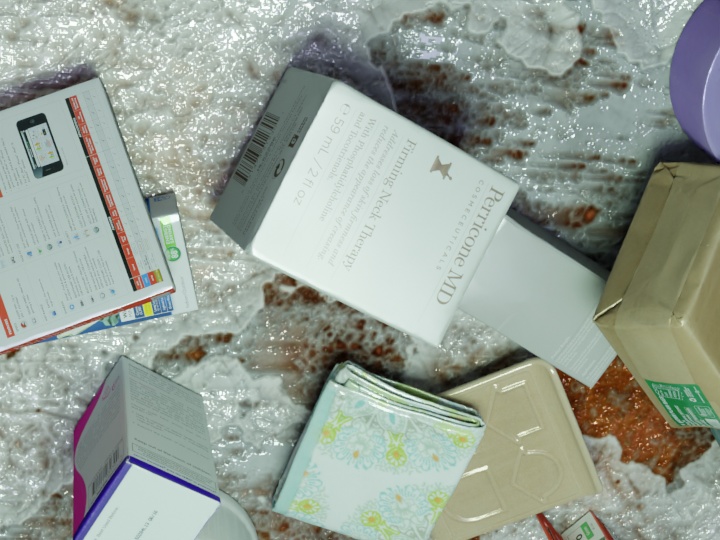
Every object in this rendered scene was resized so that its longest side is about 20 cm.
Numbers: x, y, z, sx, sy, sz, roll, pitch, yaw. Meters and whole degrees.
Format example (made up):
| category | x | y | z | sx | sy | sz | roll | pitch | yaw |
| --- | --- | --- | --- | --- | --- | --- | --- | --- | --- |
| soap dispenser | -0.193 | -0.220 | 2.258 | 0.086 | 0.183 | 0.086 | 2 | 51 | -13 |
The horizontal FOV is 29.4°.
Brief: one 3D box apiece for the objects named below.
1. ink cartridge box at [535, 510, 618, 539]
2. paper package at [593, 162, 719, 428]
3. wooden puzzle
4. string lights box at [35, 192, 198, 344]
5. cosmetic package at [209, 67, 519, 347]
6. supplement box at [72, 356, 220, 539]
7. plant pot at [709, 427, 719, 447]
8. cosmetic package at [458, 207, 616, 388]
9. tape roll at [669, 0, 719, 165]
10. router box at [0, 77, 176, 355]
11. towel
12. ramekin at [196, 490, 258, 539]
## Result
| category | x | y | z | sx | sy | sz | roll | pitch | yaw |
| --- | --- | --- | --- | --- | --- | --- | --- | --- | --- |
| ink cartridge box | 0.273 | 0.328 | 1.516 | 0.050 | 0.109 | 0.200 | -39 | 115 | 8 |
| paper package | 0.334 | 0.031 | 1.327 | 0.200 | 0.103 | 0.191 | 48 | 59 | -38 |
| wooden puzzle | 0.136 | 0.189 | 1.455 | 0.199 | 0.046 | 0.186 | -19 | 117 | 12 |
| string lights box | -0.260 | 0.002 | 1.286 | 0.198 | 0.059 | 0.104 | -12 | 115 | -6 |
| cosmetic package | -0.001 | -0.061 | 1.238 | 0.199 | 0.166 | 0.168 | 26 | 92 | -21 |
| supplement box | -0.208 | 0.184 | 1.302 | 0.103 | 0.200 | 0.102 | 29 | 106 | -23 |
| plant pot | 0.473 | 0.177 | 1.439 | 0.196 | 0.200 | 0.196 | -32 | 117 | 3 |
| cosmetic package | 0.177 | 0.019 | 1.373 | 0.199 | 0.090 | 0.107 | 33 | 102 | -20 |
| tape roll | 0.408 | -0.185 | 1.329 | 0.198 | 0.085 | 0.202 | -4 | 115 | -9 |
| router box | -0.280 | -0.046 | 1.214 | 0.178 | 0.049 | 0.201 | -19 | 88 | -6 |
| towel | 0.017 | 0.199 | 1.411 | 0.170 | 0.048 | 0.201 | 21 | 120 | -7 |
| ramekin | -0.198 | 0.328 | 1.424 | 0.199 | 0.098 | 0.202 | -4 | 114 | -10 |
